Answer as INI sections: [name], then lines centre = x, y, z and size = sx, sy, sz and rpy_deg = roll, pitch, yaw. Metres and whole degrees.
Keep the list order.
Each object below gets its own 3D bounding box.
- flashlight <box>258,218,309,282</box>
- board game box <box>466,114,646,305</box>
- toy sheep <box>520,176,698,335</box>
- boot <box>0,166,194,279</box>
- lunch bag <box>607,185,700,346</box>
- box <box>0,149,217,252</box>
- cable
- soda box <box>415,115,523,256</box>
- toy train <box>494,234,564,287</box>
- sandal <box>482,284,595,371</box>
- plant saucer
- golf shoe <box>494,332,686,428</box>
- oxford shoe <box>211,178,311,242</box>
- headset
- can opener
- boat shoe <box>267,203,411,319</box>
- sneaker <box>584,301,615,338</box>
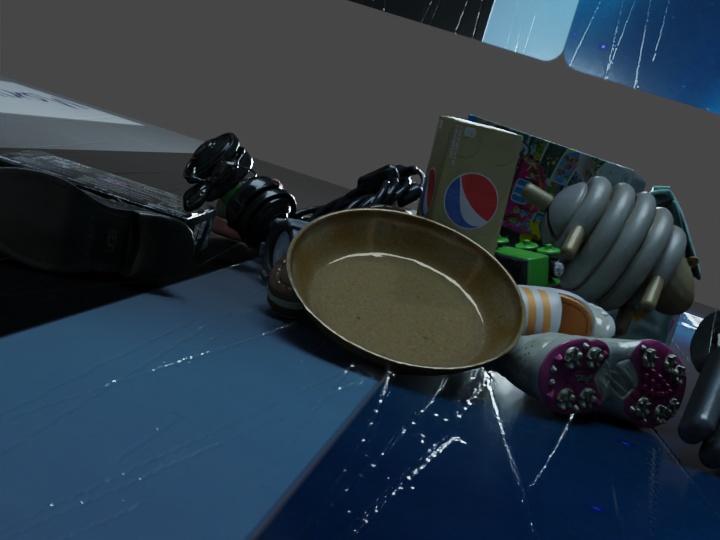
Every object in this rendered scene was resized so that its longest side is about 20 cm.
[flashlight]
centre = 0.000, 0.000, 1.253
size = 0.199, 0.068, 0.068
rpy_deg = 13, 21, -31
[board game box]
centre = 0.186, -0.065, 1.388
size = 0.199, 0.149, 0.064
rpy_deg = 22, 3, 26
[toy sheep]
centre = 0.242, -0.024, 1.256
size = 0.199, 0.138, 0.138
rpy_deg = 36, 6, -4
[boot]
centre = -0.241, -0.040, 1.041
size = 0.199, 0.070, 0.174
rpy_deg = 18, 0, -33
[lunch bag]
centre = 0.320, 0.004, 1.451
size = 0.121, 0.202, 0.170
rpy_deg = 19, 6, 14
[box]
centre = -0.250, -0.066, 1.242
size = 0.198, 0.044, 0.160
rpy_deg = 18, 7, 1
[cable]
centre = -0.030, -0.048, 1.370
size = 0.199, 0.051, 0.163
rpy_deg = -19, 17, 39
[soda box]
centre = 0.084, -0.032, 1.153
size = 0.067, 0.202, 0.064
rpy_deg = 12, 8, -11
[toy train]
centre = 0.113, -0.013, 1.230
size = 0.056, 0.042, 0.199
rpy_deg = -10, 14, -34
[sandal]
centre = 0.106, 0.051, 1.105
size = 0.205, 0.080, 0.059
rpy_deg = 7, 7, -8
[plant saucer]
centre = 0.034, 0.023, 1.035
size = 0.198, 0.036, 0.201
rpy_deg = 11, 36, -8
[golf shoe]
centre = 0.195, 0.083, 1.079
size = 0.199, 0.076, 0.091
rpy_deg = 15, 0, -40
[oxford shoe]
centre = -0.094, -0.066, 1.486
size = 0.070, 0.075, 0.200
rpy_deg = 19, 6, 27
[headset]
centre = -0.130, -0.071, 1.261
size = 0.124, 0.094, 0.200
rpy_deg = 46, -9, 5
[can opener]
centre = 0.301, 0.094, 1.071
size = 0.053, 0.066, 0.200
rpy_deg = 46, 36, -5
[boat shoe]
centre = -0.012, 0.009, 1.142
size = 0.074, 0.075, 0.202
rpy_deg = 21, 31, 28
[sneaker]
centre = 0.153, 0.047, 1.211
size = 0.081, 0.076, 0.199
rpy_deg = 24, -5, -36
